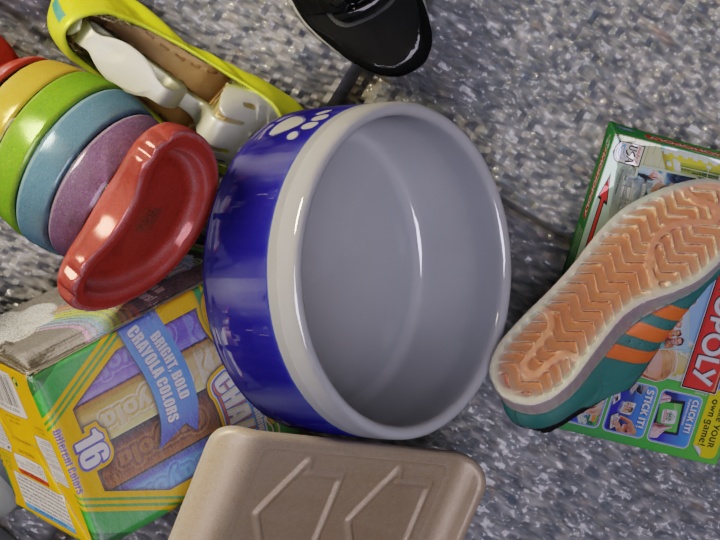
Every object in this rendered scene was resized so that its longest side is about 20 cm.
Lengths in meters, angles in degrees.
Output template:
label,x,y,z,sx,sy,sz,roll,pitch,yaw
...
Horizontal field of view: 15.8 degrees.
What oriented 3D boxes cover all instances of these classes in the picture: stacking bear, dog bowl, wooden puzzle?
label,x,y,z,sx,sy,sz,roll,pitch,yaw
stacking bear,-0.192,-0.078,1.544,0.200,0.114,0.122,35,98,21
dog bowl,0.000,0.000,1.563,0.079,0.200,0.201,0,116,41
wooden puzzle,-0.039,0.181,1.599,0.199,0.046,0.186,11,109,-35

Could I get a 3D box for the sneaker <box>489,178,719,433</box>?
label,x,y,z,sx,sy,sz,roll,pitch,yaw
sneaker,0.164,0.023,1.625,0.200,0.080,0.071,-40,64,-6

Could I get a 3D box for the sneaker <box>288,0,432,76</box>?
label,x,y,z,sx,sy,sz,roll,pitch,yaw
sneaker,-0.024,-0.192,1.552,0.076,0.088,0.200,-33,108,7

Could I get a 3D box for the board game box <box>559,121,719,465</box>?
label,x,y,z,sx,sy,sz,roll,pitch,yaw
board game box,0.195,0.017,1.671,0.134,0.029,0.201,13,107,-8

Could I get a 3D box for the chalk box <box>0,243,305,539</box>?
label,x,y,z,sx,sy,sz,roll,pitch,yaw
chalk box,-0.123,0.062,1.595,0.199,0.124,0.124,-27,111,-24

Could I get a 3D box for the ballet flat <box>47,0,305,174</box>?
label,x,y,z,sx,sy,sz,roll,pitch,yaw
ballet flat,-0.106,-0.105,1.587,0.200,0.067,0.067,34,102,-14

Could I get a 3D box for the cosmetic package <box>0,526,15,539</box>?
label,x,y,z,sx,sy,sz,roll,pitch,yaw
cosmetic package,-0.278,0.257,1.626,0.165,0.200,0.165,-44,106,10

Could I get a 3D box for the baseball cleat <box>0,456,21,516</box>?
label,x,y,z,sx,sy,sz,roll,pitch,yaw
baseball cleat,-0.233,0.054,1.642,0.106,0.070,0.201,-18,112,-15
